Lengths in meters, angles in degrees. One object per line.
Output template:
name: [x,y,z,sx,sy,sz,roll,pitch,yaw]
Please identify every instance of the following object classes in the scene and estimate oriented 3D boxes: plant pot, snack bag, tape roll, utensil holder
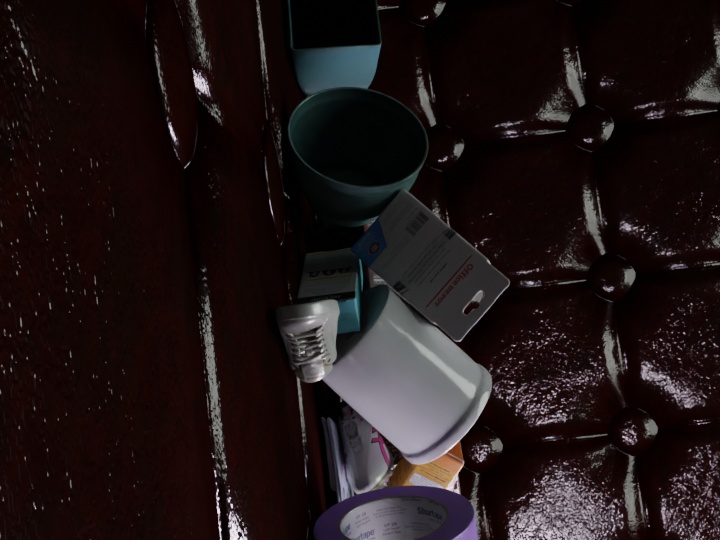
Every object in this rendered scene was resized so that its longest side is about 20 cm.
plant pot: [-0.044,-0.372,1.790,0.200,0.141,0.142,91,-6,-69]
snack bag: [-0.027,0.321,1.592,0.189,0.021,0.201,71,9,-76]
tape roll: [0.044,0.334,1.338,0.200,0.199,0.066,-77,160,-78]
plant pot: [-0.013,-0.149,1.577,0.134,0.199,0.201,104,-14,-51]
utensil holder: [0.055,0.142,1.516,0.200,0.170,0.170,43,18,-16]

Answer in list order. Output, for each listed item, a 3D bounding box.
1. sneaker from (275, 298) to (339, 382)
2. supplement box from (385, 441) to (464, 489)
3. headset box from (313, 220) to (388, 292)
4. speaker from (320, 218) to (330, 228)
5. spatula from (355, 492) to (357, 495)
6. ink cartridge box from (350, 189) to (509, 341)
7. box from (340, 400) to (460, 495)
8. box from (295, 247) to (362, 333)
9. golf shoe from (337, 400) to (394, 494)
sneaker: [-0.054,0.084,1.280,0.200,0.073,0.085,71,10,-77]
supplement box: [0.072,0.327,1.598,0.200,0.069,0.067,-60,-168,18]
headset box: [0.000,0.000,1.684,0.148,0.075,0.201,-22,-110,54]
speaker: [-0.031,-0.096,1.873,0.081,0.081,0.201,74,11,-66]
spatula: [-0.010,0.263,1.644,0.200,0.020,0.057,-102,179,-52]
ink cartridge box: [0.100,-0.003,1.506,0.200,0.116,0.068,42,2,15]
box: [0.067,0.319,1.781,0.200,0.165,0.165,-106,-175,-62]
box: [-0.040,0.027,1.514,0.200,0.082,0.049,-85,167,-69]
golf shoe: [-0.004,0.240,1.569,0.092,0.072,0.200,46,23,-29]
